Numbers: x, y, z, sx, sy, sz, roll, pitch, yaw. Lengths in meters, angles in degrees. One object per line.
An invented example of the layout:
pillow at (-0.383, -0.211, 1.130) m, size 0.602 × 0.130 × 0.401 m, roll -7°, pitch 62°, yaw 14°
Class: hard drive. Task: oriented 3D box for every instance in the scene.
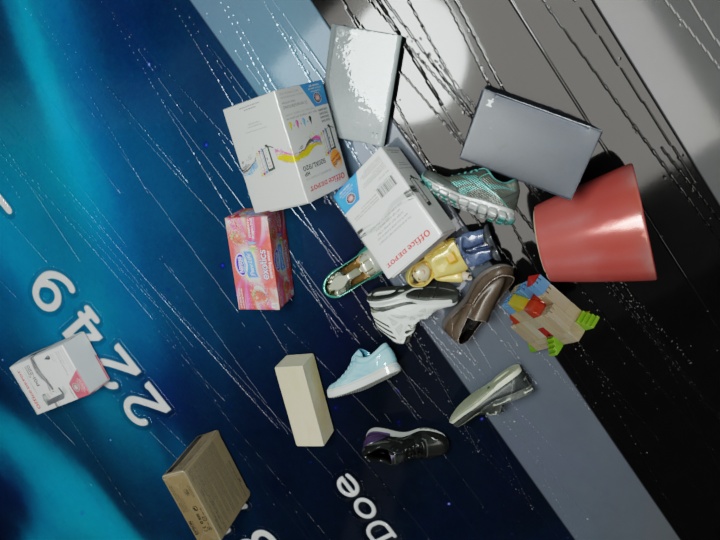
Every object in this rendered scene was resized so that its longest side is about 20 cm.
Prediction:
hard drive at (-0.002, -0.353, 1.088) m, size 0.137 × 0.033 × 0.204 m, roll 13°, pitch 110°, yaw 10°

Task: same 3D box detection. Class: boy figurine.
boy figurine at (0.174, -0.027, 1.134) m, size 0.196 × 0.065 × 0.126 m, roll -20°, pitch 112°, yaw 17°

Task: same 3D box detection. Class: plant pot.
plant pot at (0.410, -0.067, 1.005) m, size 0.174 × 0.200 × 0.204 m, roll -13°, pitch 105°, yaw 28°

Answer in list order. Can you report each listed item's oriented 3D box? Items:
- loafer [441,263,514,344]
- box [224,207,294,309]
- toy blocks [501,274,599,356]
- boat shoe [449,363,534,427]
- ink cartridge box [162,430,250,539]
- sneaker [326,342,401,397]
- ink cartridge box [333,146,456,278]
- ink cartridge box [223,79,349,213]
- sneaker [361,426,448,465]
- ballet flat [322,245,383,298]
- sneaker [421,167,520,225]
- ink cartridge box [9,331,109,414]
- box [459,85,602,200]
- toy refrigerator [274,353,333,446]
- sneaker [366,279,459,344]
loafer at (0.245, 0.073, 1.135) m, size 0.072 × 0.072 × 0.202 m, roll 12°, pitch 125°, yaw -33°
box at (-0.213, -0.026, 1.213) m, size 0.100 × 0.095 × 0.205 m, roll 0°, pitch 108°, yaw 15°
toy blocks at (0.336, 0.081, 1.084) m, size 0.136 × 0.200 × 0.100 m, roll 40°, pitch 71°, yaw 1°
boat shoe at (0.274, 0.281, 1.204) m, size 0.199 × 0.072 × 0.068 m, roll -39°, pitch 91°, yaw 20°
ink cartridge box at (-0.373, 0.529, 1.395) m, size 0.074 × 0.165 × 0.203 m, roll -20°, pitch 102°, yaw 21°
sneaker at (0.000, 0.221, 1.266) m, size 0.198 × 0.073 × 0.083 m, roll -28°, pitch 69°, yaw 25°
ink cartridge box at (0.064, -0.110, 1.088) m, size 0.146 × 0.084 × 0.202 m, roll -39°, pitch 80°, yaw 30°
ink cartridge box at (-0.136, -0.232, 1.080) m, size 0.142 × 0.147 × 0.204 m, roll -5°, pitch 109°, yaw 37°
sneaker at (0.100, 0.409, 1.280) m, size 0.195 × 0.088 × 0.077 m, roll -4°, pitch 107°, yaw 15°
ballet flat at (0.000, 0.000, 1.182) m, size 0.198 × 0.070 × 0.068 m, roll -34°, pitch 97°, yaw 21°
sneaker at (0.213, -0.160, 1.087) m, size 0.197 × 0.078 × 0.093 m, roll 24°, pitch 88°, yaw 10°
ink cartridge box at (-0.768, 0.263, 1.452) m, size 0.197 × 0.085 × 0.148 m, roll -21°, pitch 101°, yaw 21°
box at (0.282, -0.225, 0.970) m, size 0.193 × 0.200 × 0.120 m, roll 22°, pitch 112°, yaw 6°
toy refrigerator at (-0.127, 0.298, 1.313) m, size 0.074 × 0.070 × 0.204 m, roll -8°, pitch 105°, yaw 23°
sneaker at (0.118, 0.090, 1.191) m, size 0.196 × 0.076 × 0.117 m, roll -5°, pitch 115°, yaw 24°
